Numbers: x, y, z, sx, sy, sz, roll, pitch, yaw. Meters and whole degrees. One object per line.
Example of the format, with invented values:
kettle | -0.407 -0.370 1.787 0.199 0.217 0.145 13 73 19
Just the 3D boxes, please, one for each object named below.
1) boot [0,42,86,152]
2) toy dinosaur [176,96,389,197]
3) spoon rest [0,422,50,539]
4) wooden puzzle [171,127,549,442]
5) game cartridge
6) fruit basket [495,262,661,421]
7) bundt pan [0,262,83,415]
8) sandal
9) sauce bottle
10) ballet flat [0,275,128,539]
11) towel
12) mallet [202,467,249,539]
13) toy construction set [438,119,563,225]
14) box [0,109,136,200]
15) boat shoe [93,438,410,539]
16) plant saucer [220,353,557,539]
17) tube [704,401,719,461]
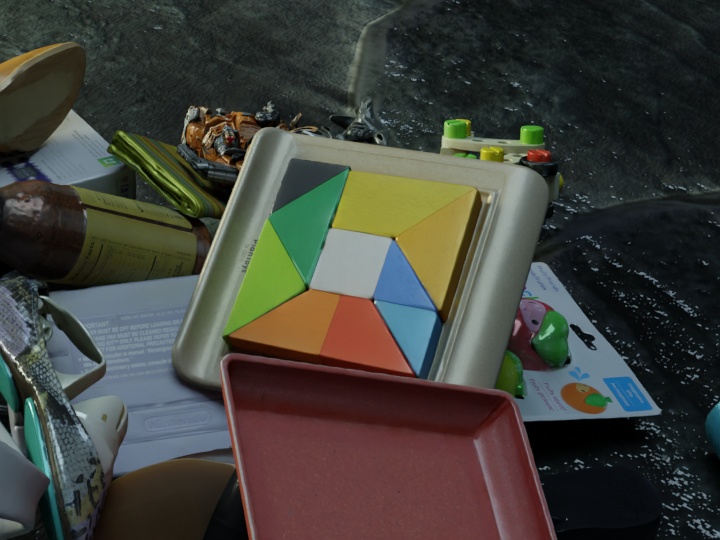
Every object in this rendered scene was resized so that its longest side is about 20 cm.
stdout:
boot | -0.294 -0.118 1.118 0.143 0.071 0.201 23 43 20
toy dinosaur | -0.050 -0.059 1.148 0.135 0.102 0.201 -1 47 -35
spoon rest | -0.214 0.119 0.902 0.060 0.200 0.100 25 73 -19
wooden puzzle | 0.000 0.000 1.026 0.199 0.037 0.186 12 65 17
game cartridge | -0.122 0.068 1.043 0.199 0.038 0.130 -6 63 -16
fruit basket | 0.077 0.040 1.108 0.199 0.094 0.186 -5 35 -20
bundt pan | -0.257 0.010 1.128 0.200 0.076 0.202 3 33 -2
sandal | 0.088 0.145 0.994 0.199 0.043 0.076 -12 37 -22
sauce bottle | -0.188 -0.024 1.054 0.199 0.066 0.066 14 22 -40
ballet flat | -0.171 0.075 0.951 0.072 0.072 0.201 -13 50 -24
towel | -0.104 -0.056 1.191 0.086 0.018 0.200 42 11 18
mallet | 0.002 0.184 0.916 0.199 0.066 0.041 32 0 3
toy construction set | 0.075 -0.059 1.245 0.130 0.093 0.200 13 33 32
box | -0.275 -0.065 1.139 0.199 0.037 0.144 -17 39 -31
boat shoe | -0.063 0.136 0.975 0.198 0.071 0.070 -9 -3 -3
plant saucer | 0.020 0.148 0.872 0.199 0.037 0.201 10 51 -33
tube | 0.269 0.156 1.001 0.077 0.051 0.201 -8 40 -10
